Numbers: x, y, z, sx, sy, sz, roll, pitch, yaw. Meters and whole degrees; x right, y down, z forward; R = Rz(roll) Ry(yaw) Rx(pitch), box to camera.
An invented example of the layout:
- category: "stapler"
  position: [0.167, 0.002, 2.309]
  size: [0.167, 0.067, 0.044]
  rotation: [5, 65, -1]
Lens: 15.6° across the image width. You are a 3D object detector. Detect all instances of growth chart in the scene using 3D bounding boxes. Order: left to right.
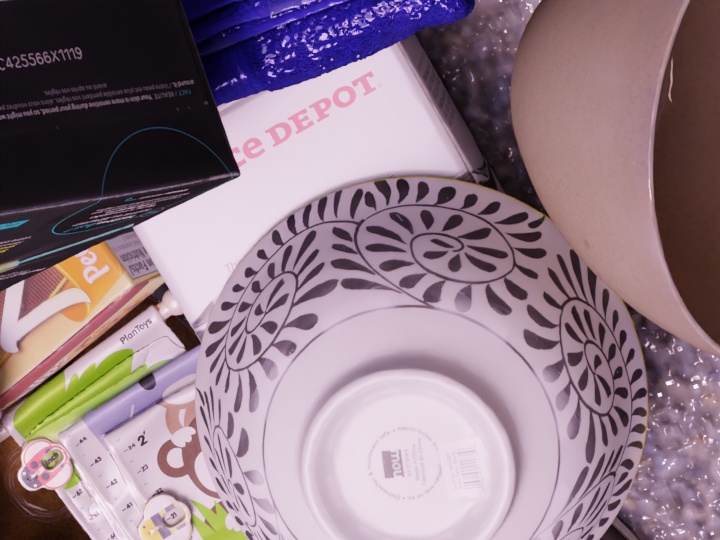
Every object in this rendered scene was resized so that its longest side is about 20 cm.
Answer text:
- category: "growth chart"
  position: [-0.067, 0.105, 1.245]
  size: [0.145, 0.018, 0.200]
  rotation: [-41, 102, 1]

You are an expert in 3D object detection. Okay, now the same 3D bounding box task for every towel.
- category: "towel"
  position: [-0.051, -0.143, 1.123]
  size: [0.199, 0.149, 0.050]
  rotation: [-18, 148, 20]

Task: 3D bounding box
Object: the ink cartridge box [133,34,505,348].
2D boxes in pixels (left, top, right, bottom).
- category: "ink cartridge box"
  position: [0.000, 0.000, 1.175]
  size: [0.145, 0.083, 0.201]
  rotation: [-28, 100, 12]

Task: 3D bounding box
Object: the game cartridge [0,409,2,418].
- category: "game cartridge"
  position: [-0.232, 0.080, 1.247]
  size: [0.133, 0.041, 0.201]
  rotation: [40, 143, 17]

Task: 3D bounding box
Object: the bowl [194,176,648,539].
- category: "bowl"
  position: [0.022, 0.070, 1.099]
  size: [0.199, 0.094, 0.202]
  rotation: [1, 106, 5]

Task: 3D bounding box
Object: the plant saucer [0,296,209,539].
- category: "plant saucer"
  position: [-0.150, 0.098, 1.289]
  size: [0.199, 0.035, 0.202]
  rotation: [5, 111, 14]

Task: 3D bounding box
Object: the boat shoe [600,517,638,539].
- category: "boat shoe"
  position: [0.113, 0.165, 1.226]
  size: [0.201, 0.061, 0.072]
  rotation: [37, 115, 0]

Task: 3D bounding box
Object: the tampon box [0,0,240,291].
- category: "tampon box"
  position: [-0.180, -0.057, 1.056]
  size: [0.199, 0.149, 0.127]
  rotation: [-23, 83, 41]

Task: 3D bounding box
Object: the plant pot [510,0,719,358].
- category: "plant pot"
  position: [0.140, -0.069, 1.082]
  size: [0.134, 0.200, 0.202]
  rotation: [16, 118, 48]

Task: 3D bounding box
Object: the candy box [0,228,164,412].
- category: "candy box"
  position: [-0.190, -0.044, 1.218]
  size: [0.115, 0.055, 0.200]
  rotation: [-38, 85, 23]
